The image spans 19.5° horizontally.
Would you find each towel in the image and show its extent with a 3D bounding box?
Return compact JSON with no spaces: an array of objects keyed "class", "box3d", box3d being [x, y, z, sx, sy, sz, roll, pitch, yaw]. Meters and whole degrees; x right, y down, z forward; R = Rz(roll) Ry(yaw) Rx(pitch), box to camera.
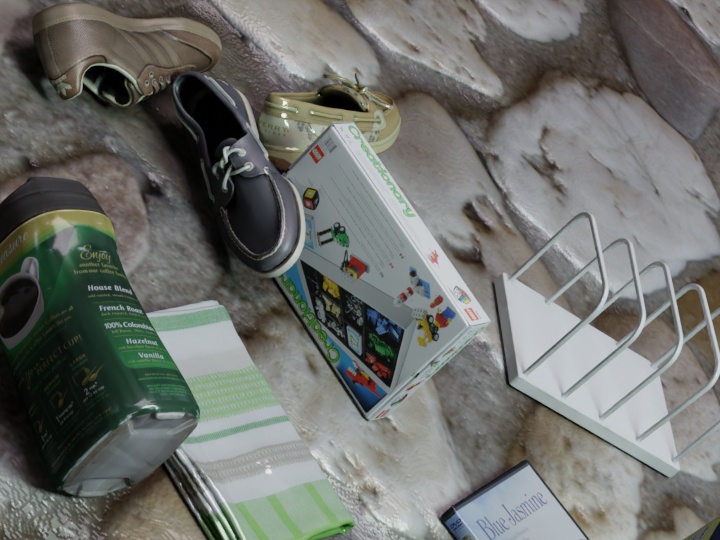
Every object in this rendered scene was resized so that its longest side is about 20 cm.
[{"class":"towel","box3d":[-0.093,0.109,1.488,0.149,0.031,0.200,-10,62,-56]}]

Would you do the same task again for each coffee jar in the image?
[{"class":"coffee jar","box3d":[-0.188,0.040,1.374,0.085,0.104,0.200,4,50,-49]}]

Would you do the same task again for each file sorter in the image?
[{"class":"file sorter","box3d":[0.240,0.063,1.884,0.200,0.125,0.139,31,33,-27]}]

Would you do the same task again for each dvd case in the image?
[{"class":"dvd case","box3d":[0.159,0.249,1.656,0.200,0.018,0.143,52,30,10]}]

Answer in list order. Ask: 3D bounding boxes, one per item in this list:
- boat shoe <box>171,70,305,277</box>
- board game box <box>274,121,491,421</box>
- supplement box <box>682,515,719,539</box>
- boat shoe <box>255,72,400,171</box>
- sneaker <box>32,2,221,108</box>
[{"class":"boat shoe","box3d":[-0.104,-0.079,1.651,0.063,0.073,0.200,37,23,-50]},{"class":"board game box","box3d":[0.000,0.000,1.646,0.035,0.126,0.200,-8,60,-55]},{"class":"supplement box","box3d":[0.257,0.310,1.499,0.200,0.200,0.134,45,41,-1]},{"class":"boat shoe","box3d":[-0.022,-0.131,1.772,0.073,0.063,0.200,16,21,23]},{"class":"sneaker","box3d":[-0.186,-0.162,1.688,0.200,0.070,0.076,2,74,-51]}]
